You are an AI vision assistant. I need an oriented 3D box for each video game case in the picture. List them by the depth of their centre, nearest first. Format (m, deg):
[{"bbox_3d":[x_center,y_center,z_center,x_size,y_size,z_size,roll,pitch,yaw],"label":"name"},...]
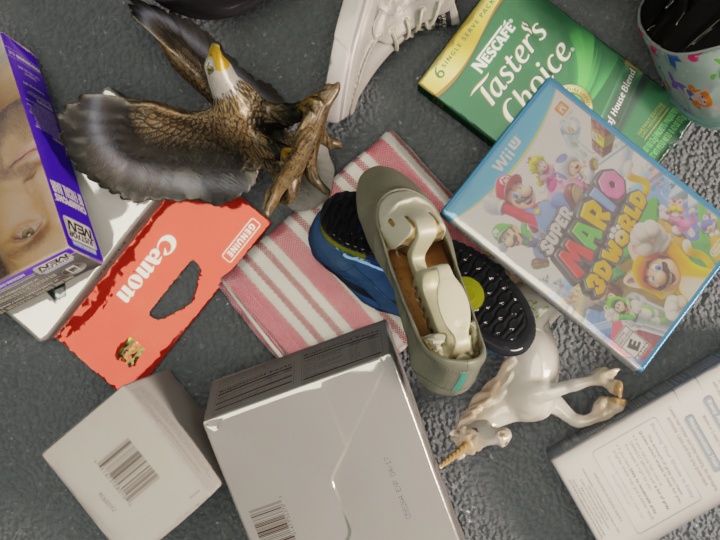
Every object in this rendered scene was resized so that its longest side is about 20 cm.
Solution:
[{"bbox_3d":[0.183,-0.037,1.265,0.200,0.018,0.143,39,80,2],"label":"video game case"}]

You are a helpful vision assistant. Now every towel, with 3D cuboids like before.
[{"bbox_3d":[0.000,0.000,1.331,0.200,0.030,0.146,-41,88,1],"label":"towel"}]

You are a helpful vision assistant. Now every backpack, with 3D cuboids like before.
[{"bbox_3d":[0.321,-0.189,1.236,0.199,0.178,0.151,-25,120,4],"label":"backpack"}]

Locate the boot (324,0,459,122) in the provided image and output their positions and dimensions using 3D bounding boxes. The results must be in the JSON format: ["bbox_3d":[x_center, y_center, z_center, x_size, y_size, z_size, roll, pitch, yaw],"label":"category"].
[{"bbox_3d":[0.033,-0.208,1.304,0.095,0.074,0.201,16,96,-2],"label":"boot"}]

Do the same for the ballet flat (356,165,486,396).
[{"bbox_3d":[0.050,-0.005,1.212,0.067,0.064,0.201,-9,65,-20],"label":"ballet flat"}]

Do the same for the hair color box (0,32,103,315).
[{"bbox_3d":[-0.292,-0.076,1.290,0.109,0.065,0.201,-26,72,11],"label":"hair color box"}]

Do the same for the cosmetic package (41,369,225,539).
[{"bbox_3d":[-0.163,0.146,1.253,0.085,0.200,0.108,-40,87,1],"label":"cosmetic package"}]

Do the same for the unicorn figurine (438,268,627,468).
[{"bbox_3d":[0.143,0.079,1.294,0.137,0.074,0.201,-2,61,15],"label":"unicorn figurine"}]

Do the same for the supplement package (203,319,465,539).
[{"bbox_3d":[-0.017,0.167,1.271,0.155,0.111,0.201,-19,102,3],"label":"supplement package"}]

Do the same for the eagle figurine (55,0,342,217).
[{"bbox_3d":[-0.115,-0.126,1.275,0.199,0.152,0.152,14,110,26],"label":"eagle figurine"}]

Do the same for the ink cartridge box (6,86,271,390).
[{"bbox_3d":[-0.202,-0.020,1.332,0.173,0.044,0.200,39,92,3],"label":"ink cartridge box"}]

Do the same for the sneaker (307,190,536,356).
[{"bbox_3d":[0.048,0.012,1.283,0.200,0.079,0.066,31,59,7],"label":"sneaker"}]

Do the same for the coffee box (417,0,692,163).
[{"bbox_3d":[0.157,-0.138,1.311,0.200,0.044,0.123,39,93,2],"label":"coffee box"}]

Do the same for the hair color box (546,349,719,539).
[{"bbox_3d":[0.261,0.142,1.302,0.199,0.061,0.099,-30,89,4],"label":"hair color box"}]

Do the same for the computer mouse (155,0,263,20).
[{"bbox_3d":[-0.073,-0.251,1.295,0.199,0.139,0.053,-23,125,14],"label":"computer mouse"}]
